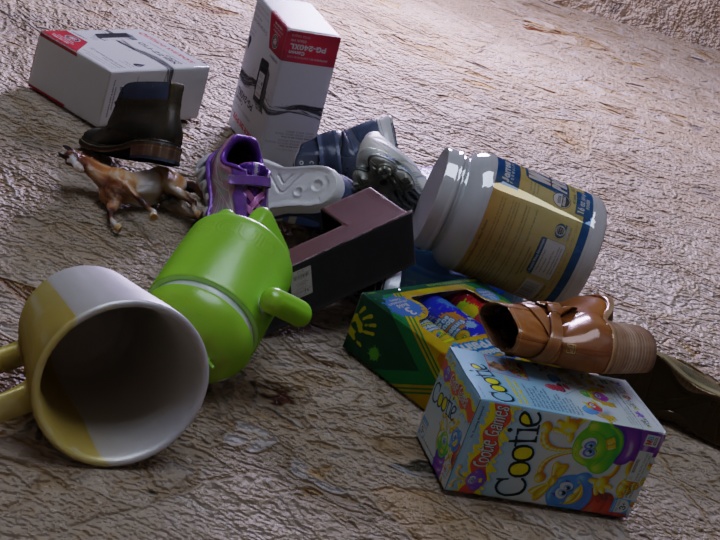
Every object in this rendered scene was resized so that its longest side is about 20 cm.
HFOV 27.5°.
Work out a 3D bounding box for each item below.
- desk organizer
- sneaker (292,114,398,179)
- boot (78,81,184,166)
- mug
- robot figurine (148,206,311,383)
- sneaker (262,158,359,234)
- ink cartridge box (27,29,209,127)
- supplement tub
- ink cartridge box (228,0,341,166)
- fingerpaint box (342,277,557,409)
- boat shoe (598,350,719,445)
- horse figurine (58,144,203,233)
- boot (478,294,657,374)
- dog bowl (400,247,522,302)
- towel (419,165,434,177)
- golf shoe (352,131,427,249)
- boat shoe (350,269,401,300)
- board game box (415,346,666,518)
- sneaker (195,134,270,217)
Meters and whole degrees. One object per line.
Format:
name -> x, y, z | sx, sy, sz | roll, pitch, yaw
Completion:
desk organizer -> -0.044, -0.014, 1.586 | 0.200, 0.072, 0.077 | -25, 40, -26
sneaker -> -0.011, -0.102, 1.921 | 0.146, 0.077, 0.202 | -11, 58, -1
boot -> -0.272, -0.182, 1.786 | 0.075, 0.097, 0.200 | 11, 0, -42
mug -> -0.241, 0.064, 1.256 | 0.187, 0.149, 0.153 | 14, 14, -31
robot figurine -> -0.138, 0.025, 1.414 | 0.175, 0.116, 0.200 | -1, 39, 25
sneaker -> -0.084, -0.082, 1.834 | 0.200, 0.081, 0.146 | 3, -16, 25
ink cartridge box -> -0.328, -0.267, 2.016 | 0.144, 0.084, 0.200 | 31, 24, 27
supplement tub -> 0.171, -0.052, 1.718 | 0.200, 0.145, 0.145 | 21, 22, -8
ink cartridge box -> -0.108, -0.259, 2.035 | 0.083, 0.200, 0.145 | 4, 27, -25
fingerpaint box -> 0.112, 0.082, 1.588 | 0.200, 0.073, 0.167 | -6, 34, -47
boat shoe -> 0.357, 0.136, 1.688 | 0.200, 0.071, 0.065 | 32, 18, 9
horse figurine -> -0.243, -0.090, 1.724 | 0.200, 0.050, 0.133 | 0, 35, -39
boot -> 0.188, 0.062, 1.490 | 0.155, 0.077, 0.200 | 7, 13, -18
dog bowl -> 0.116, 0.012, 1.788 | 0.200, 0.050, 0.111 | 5, 26, -32
towel -> 0.100, -0.101, 2.049 | 0.148, 0.050, 0.200 | 28, 23, 38
golf shoe -> 0.069, -0.098, 1.828 | 0.200, 0.078, 0.097 | 46, 28, -34
boat shoe -> 0.001, -0.003, 1.694 | 0.068, 0.074, 0.199 | 11, 21, -13
board game box -> 0.173, 0.158, 1.425 | 0.200, 0.103, 0.105 | 12, 22, -20
sneaker -> -0.134, -0.077, 1.675 | 0.080, 0.088, 0.200 | 11, 48, -33
